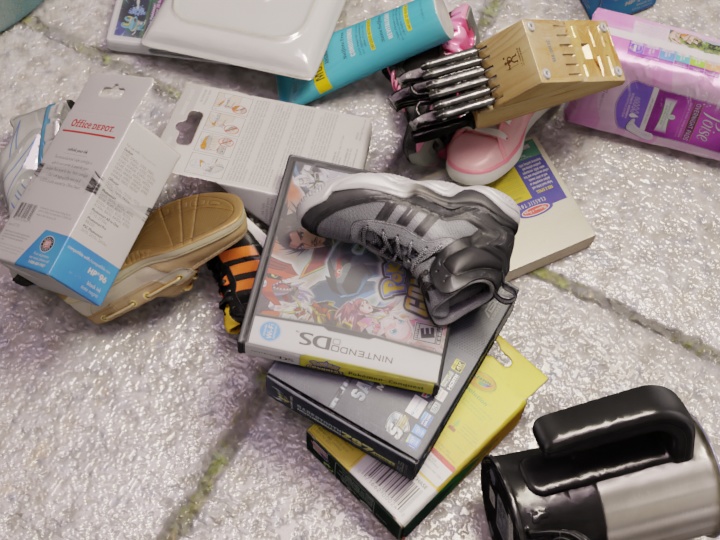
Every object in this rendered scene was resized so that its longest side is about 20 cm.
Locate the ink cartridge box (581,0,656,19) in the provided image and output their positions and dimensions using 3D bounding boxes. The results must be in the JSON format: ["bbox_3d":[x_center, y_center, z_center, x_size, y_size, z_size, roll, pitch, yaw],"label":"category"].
[{"bbox_3d":[0.272,-0.390,1.395,0.085,0.200,0.147,-17,65,-11],"label":"ink cartridge box"}]

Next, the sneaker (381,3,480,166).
[{"bbox_3d":[0.063,-0.194,1.367,0.095,0.079,0.201,5,58,19],"label":"sneaker"}]

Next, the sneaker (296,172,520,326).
[{"bbox_3d":[0.043,-0.017,1.119,0.198,0.076,0.115,3,58,-5],"label":"sneaker"}]

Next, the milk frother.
[{"bbox_3d":[0.220,0.218,1.090,0.186,0.181,0.201,-13,61,-8],"label":"milk frother"}]

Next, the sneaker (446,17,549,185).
[{"bbox_3d":[0.143,-0.181,1.319,0.075,0.105,0.200,19,52,30],"label":"sneaker"}]

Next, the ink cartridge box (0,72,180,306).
[{"bbox_3d":[-0.243,-0.078,1.193,0.116,0.068,0.201,13,73,46],"label":"ink cartridge box"}]

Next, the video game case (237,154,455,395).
[{"bbox_3d":[0.000,0.000,1.166,0.179,0.026,0.201,12,62,3],"label":"video game case"}]

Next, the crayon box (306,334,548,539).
[{"bbox_3d":[0.063,0.133,1.201,0.200,0.051,0.127,-41,71,-19],"label":"crayon box"}]

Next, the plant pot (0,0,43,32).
[{"bbox_3d":[-0.424,-0.361,1.365,0.199,0.196,0.197,-15,64,-21],"label":"plant pot"}]

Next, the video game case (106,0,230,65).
[{"bbox_3d":[-0.172,-0.317,1.438,0.180,0.023,0.202,8,63,1],"label":"video game case"}]

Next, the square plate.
[{"bbox_3d":[-0.112,-0.303,1.390,0.196,0.029,0.201,14,60,12],"label":"square plate"}]

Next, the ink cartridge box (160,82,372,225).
[{"bbox_3d":[-0.096,-0.111,1.289,0.198,0.050,0.162,10,40,3],"label":"ink cartridge box"}]

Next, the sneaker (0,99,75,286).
[{"bbox_3d":[-0.331,-0.074,1.290,0.086,0.075,0.202,-4,61,15],"label":"sneaker"}]

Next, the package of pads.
[{"bbox_3d":[0.317,-0.187,1.337,0.198,0.121,0.076,16,59,6],"label":"package of pads"}]

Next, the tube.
[{"bbox_3d":[-0.001,-0.230,1.360,0.199,0.050,0.078,-20,55,20],"label":"tube"}]

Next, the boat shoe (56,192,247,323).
[{"bbox_3d":[-0.188,-0.009,1.227,0.199,0.069,0.074,-22,41,14],"label":"boat shoe"}]

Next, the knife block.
[{"bbox_3d":[0.133,-0.179,1.262,0.199,0.175,0.065,-10,81,-44],"label":"knife block"}]

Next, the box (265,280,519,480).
[{"bbox_3d":[0.030,0.064,1.177,0.157,0.051,0.201,29,65,12],"label":"box"}]

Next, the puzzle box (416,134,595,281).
[{"bbox_3d":[0.121,-0.047,1.311,0.199,0.025,0.134,-21,65,-13],"label":"puzzle box"}]

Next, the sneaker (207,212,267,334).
[{"bbox_3d":[-0.113,0.013,1.244,0.200,0.070,0.090,39,64,14],"label":"sneaker"}]
